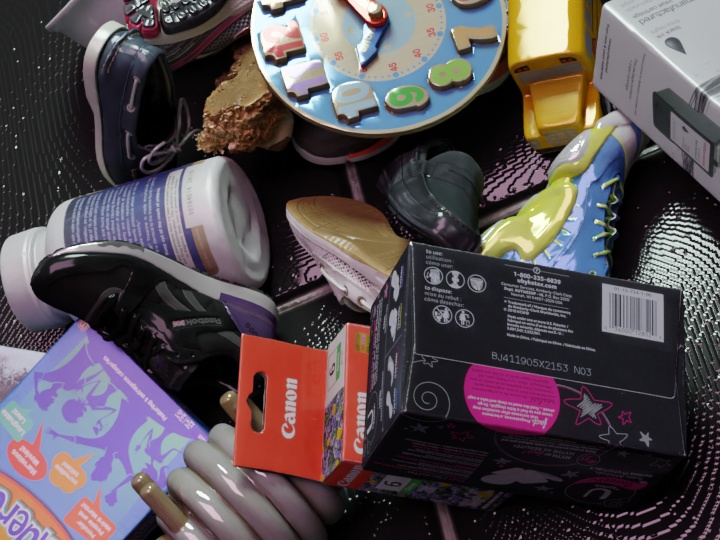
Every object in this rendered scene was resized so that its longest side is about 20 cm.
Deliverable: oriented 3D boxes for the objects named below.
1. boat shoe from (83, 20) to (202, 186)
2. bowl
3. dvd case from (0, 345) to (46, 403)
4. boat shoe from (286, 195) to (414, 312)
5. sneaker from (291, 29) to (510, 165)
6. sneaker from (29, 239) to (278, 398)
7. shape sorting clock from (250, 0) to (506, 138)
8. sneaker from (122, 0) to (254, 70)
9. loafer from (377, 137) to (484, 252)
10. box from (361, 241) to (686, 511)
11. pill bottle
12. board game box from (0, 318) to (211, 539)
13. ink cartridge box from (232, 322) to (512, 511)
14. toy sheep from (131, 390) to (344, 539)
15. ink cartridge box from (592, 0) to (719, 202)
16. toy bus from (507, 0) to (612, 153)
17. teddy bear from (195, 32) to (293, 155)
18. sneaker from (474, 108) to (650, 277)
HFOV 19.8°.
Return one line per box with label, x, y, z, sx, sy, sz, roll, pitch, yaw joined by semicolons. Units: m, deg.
boat shoe;-0.171;-0.119;1.656;0.062;0.200;0.075;26;57;21
bowl;-0.168;-0.247;1.758;0.201;0.090;0.201;-44;10;10
dvd case;-0.305;0.130;1.645;0.199;0.022;0.147;9;79;16
boat shoe;0.000;0.000;1.584;0.070;0.070;0.200;-11;28;-26
sneaker;0.025;-0.159;1.650;0.199;0.082;0.077;-29;55;8
sneaker;-0.153;0.042;1.561;0.076;0.199;0.088;126;152;-44
shape sorting clock;0.014;-0.192;1.591;0.199;0.039;0.201;-3;65;6
sneaker;-0.101;-0.226;1.677;0.199;0.075;0.081;-24;56;-16
loafer;0.059;-0.058;1.538;0.070;0.068;0.201;-45;16;7
box;0.110;0.074;1.414;0.199;0.115;0.133;10;62;-12
pill bottle;-0.182;-0.014;1.651;0.199;0.111;0.111;-15;58;17
board game box;-0.223;0.157;1.586;0.152;0.045;0.200;42;90;17
ink cartridge box;0.013;0.099;1.466;0.199;0.050;0.109;11;61;-17
toy sheep;-0.080;0.166;1.496;0.200;0.138;0.138;-41;54;-7
ink cartridge box;0.286;-0.132;1.483;0.145;0.084;0.200;-25;51;-23
toy bus;0.154;-0.195;1.611;0.065;0.078;0.201;-9;60;21
teddy bear;-0.063;-0.162;1.680;0.144;0.067;0.200;-21;31;18
sneaker;0.167;-0.025;1.532;0.200;0.076;0.105;-45;73;-3
